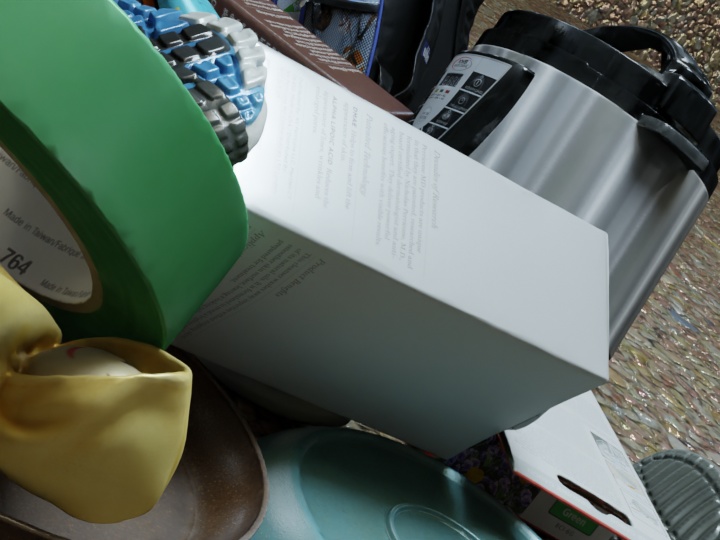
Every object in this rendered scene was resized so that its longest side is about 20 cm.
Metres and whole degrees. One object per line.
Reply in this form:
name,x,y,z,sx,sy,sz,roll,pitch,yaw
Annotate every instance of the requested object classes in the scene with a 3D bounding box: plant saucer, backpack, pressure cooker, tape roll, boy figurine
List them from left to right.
boy figurine,-0.142,0.009,0.505,0.199,0.065,0.124,34,11,8
tape roll,-0.128,-0.054,0.532,0.199,0.048,0.201,34,-22,16
plant saucer,-0.125,0.047,0.589,0.199,0.032,0.201,31,19,-11
backpack,0.020,-0.211,1.263,0.153,0.193,0.200,22,13,21
plant saucer,0.032,0.127,0.669,0.199,0.028,0.200,30,18,-11
pressure cooker,0.118,-0.060,0.963,0.175,0.201,0.179,33,-4,20

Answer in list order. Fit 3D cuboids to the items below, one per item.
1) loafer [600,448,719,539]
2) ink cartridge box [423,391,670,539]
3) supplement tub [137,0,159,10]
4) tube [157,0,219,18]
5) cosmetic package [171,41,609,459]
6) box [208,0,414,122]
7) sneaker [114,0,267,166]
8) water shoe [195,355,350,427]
loafer,0.178,0.164,0.787,0.070,0.075,0.200,60,0,-33
ink cartridge box,0.082,0.088,0.808,0.108,0.051,0.200,32,17,-20
supplement tub,-0.176,-0.137,0.854,0.107,0.108,0.199,40,19,19
tube,-0.070,-0.092,0.878,0.077,0.050,0.202,69,-4,-84
cosmetic package,0.000,0.000,0.676,0.199,0.112,0.082,25,53,-32
box,-0.076,-0.114,0.985,0.200,0.101,0.075,41,19,20
sneaker,-0.095,-0.058,0.619,0.074,0.088,0.199,-14,26,-29
water shoe,-0.056,-0.008,0.776,0.071,0.079,0.200,13,27,-46
